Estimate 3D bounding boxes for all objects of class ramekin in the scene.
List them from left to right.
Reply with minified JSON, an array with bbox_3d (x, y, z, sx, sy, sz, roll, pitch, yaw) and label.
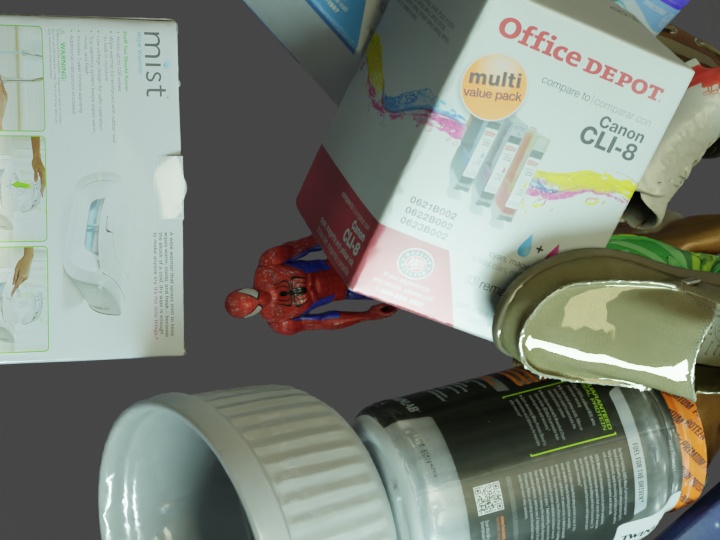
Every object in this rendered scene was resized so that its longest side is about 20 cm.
[{"bbox_3d":[-0.063,0.162,1.340,0.104,0.199,0.202,-14,96,-33],"label":"ramekin"}]

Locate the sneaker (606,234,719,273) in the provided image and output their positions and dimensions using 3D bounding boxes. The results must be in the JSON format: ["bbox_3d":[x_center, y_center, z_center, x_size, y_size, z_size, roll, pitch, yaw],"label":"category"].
[{"bbox_3d":[0.214,0.018,1.415,0.198,0.083,0.075,5,88,-20],"label":"sneaker"}]

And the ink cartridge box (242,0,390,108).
[{"bbox_3d":[0.032,-0.212,1.465,0.145,0.084,0.200,46,68,-21],"label":"ink cartridge box"}]

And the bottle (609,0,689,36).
[{"bbox_3d":[0.129,-0.143,1.474,0.083,0.066,0.200,24,118,-41],"label":"bottle"}]

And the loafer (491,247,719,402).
[{"bbox_3d":[0.174,0.034,1.319,0.198,0.068,0.077,0,114,-19],"label":"loafer"}]

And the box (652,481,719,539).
[{"bbox_3d":[0.241,0.193,1.392,0.199,0.032,0.122,-36,99,-22],"label":"box"}]

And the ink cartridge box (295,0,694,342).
[{"bbox_3d":[0.077,-0.081,1.357,0.144,0.145,0.201,19,106,-22],"label":"ink cartridge box"}]

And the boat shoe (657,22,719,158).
[{"bbox_3d":[0.183,-0.149,1.566,0.199,0.076,0.074,28,44,-18],"label":"boat shoe"}]

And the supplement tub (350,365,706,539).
[{"bbox_3d":[0.101,0.120,1.362,0.198,0.122,0.124,-12,95,-20],"label":"supplement tub"}]

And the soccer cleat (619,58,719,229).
[{"bbox_3d":[0.194,-0.074,1.485,0.199,0.069,0.086,-24,70,-14],"label":"soccer cleat"}]

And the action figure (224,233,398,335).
[{"bbox_3d":[0.000,0.000,1.467,0.199,0.052,0.066,-15,102,-27],"label":"action figure"}]

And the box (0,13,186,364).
[{"bbox_3d":[-0.198,-0.047,1.323,0.175,0.096,0.202,-2,90,-31],"label":"box"}]

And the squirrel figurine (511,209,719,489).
[{"bbox_3d":[0.179,0.062,1.530,0.199,0.141,0.188,-21,112,-31],"label":"squirrel figurine"}]
